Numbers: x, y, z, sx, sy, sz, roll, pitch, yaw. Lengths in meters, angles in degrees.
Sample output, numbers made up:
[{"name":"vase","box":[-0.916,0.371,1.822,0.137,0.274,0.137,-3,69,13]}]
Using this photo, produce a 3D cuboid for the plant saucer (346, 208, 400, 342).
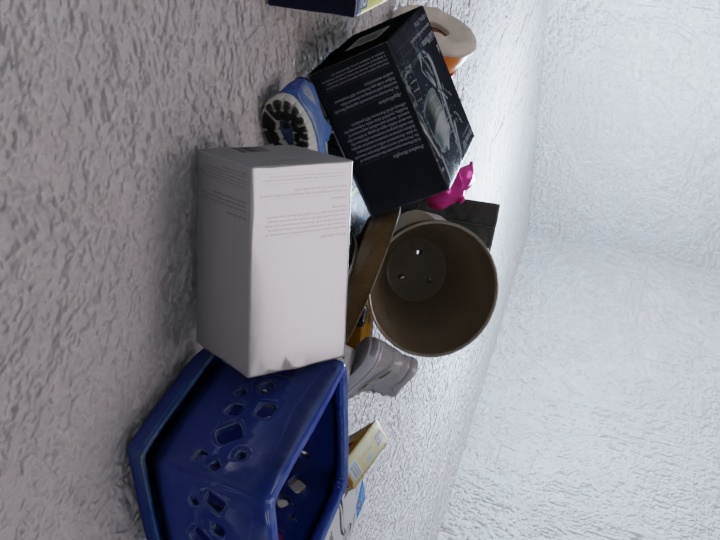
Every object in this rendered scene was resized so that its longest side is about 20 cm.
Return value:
[{"name":"plant saucer","box":[0.000,0.000,1.197,0.200,0.035,0.204,-157,-91,-87]}]

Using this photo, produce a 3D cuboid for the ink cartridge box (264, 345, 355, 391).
[{"name":"ink cartridge box","box":[-0.082,0.155,1.201,0.200,0.081,0.150,40,64,-72]}]

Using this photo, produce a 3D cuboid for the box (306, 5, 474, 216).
[{"name":"box","box":[0.048,-0.212,1.169,0.200,0.122,0.201,65,27,-20]}]

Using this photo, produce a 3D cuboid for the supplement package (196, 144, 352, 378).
[{"name":"supplement package","box":[-0.090,-0.015,0.894,0.119,0.119,0.205,-8,108,-36]}]

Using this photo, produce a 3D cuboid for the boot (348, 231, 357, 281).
[{"name":"boot","box":[-0.083,0.003,1.052,0.205,0.073,0.154,-53,154,-15]}]

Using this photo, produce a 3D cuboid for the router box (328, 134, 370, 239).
[{"name":"router box","box":[-0.023,-0.120,1.246,0.200,0.061,0.153,-45,142,-62]}]

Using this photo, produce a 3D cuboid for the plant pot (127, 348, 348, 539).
[{"name":"plant pot","box":[-0.124,0.205,0.920,0.201,0.176,0.204,-58,154,-48]}]

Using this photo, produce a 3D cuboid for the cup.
[{"name":"cup","box":[0.097,0.013,1.360,0.143,0.195,0.205,-123,-139,-75]}]

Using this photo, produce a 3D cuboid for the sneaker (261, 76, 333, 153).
[{"name":"sneaker","box":[-0.061,-0.142,1.076,0.203,0.077,0.090,85,26,-45]}]

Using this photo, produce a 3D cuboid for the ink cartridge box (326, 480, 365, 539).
[{"name":"ink cartridge box","box":[-0.066,0.406,1.431,0.148,0.082,0.202,83,24,-47]}]

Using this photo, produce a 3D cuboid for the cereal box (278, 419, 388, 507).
[{"name":"cereal box","box":[-0.066,0.286,1.201,0.040,0.198,0.144,56,24,-2]}]

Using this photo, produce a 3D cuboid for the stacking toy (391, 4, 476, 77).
[{"name":"stacking toy","box":[0.095,-0.313,1.449,0.147,0.144,0.203,-55,167,-53]}]

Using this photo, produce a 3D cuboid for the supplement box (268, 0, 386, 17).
[{"name":"supplement box","box":[-0.017,-0.366,1.011,0.200,0.107,0.111,-52,150,-58]}]

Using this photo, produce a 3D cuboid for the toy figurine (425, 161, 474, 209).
[{"name":"toy figurine","box":[0.093,-0.176,1.390,0.150,0.180,0.205,-15,115,-72]}]

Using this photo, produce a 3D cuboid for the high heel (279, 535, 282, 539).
[{"name":"high heel","box":[-0.080,0.328,1.329,0.202,0.066,0.097,-58,172,-36]}]

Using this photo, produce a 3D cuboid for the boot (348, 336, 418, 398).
[{"name":"boot","box":[0.008,0.174,1.350,0.200,0.094,0.075,-44,-153,51]}]

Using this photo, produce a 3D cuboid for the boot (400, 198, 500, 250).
[{"name":"boot","box":[0.154,-0.125,1.603,0.073,0.195,0.186,-53,151,-55]}]

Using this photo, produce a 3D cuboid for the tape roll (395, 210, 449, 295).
[{"name":"tape roll","box":[0.094,0.000,1.523,0.036,0.201,0.208,10,93,-37]}]

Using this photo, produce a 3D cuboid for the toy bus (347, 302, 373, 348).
[{"name":"toy bus","box":[-0.017,0.089,1.412,0.078,0.064,0.204,-53,150,-59]}]
